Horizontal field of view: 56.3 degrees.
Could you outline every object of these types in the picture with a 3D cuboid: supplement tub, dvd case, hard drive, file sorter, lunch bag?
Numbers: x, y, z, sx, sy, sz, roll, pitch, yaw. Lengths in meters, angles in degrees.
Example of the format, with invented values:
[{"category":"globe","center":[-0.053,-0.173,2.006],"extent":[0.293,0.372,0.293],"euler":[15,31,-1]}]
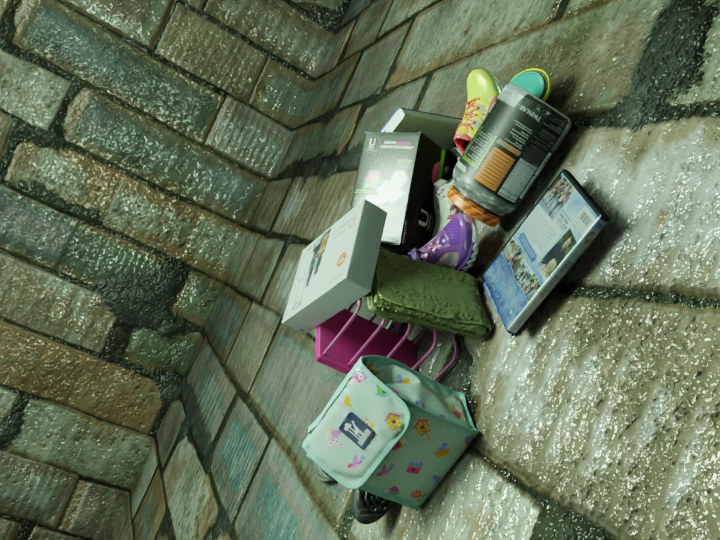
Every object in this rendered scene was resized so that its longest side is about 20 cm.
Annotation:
[{"category":"supplement tub","center":[0.228,-0.178,1.061],"extent":[0.201,0.122,0.123],"euler":[-58,22,17]},{"category":"dvd case","center":[0.246,-0.028,0.927],"extent":[0.201,0.017,0.143],"euler":[-57,21,25]},{"category":"hard drive","center":[0.113,-0.260,1.348],"extent":[0.132,0.199,0.026],"euler":[-48,60,36]},{"category":"file sorter","center":[0.043,0.096,1.093],"extent":[0.126,0.199,0.140],"euler":[-51,25,29]},{"category":"lunch bag","center":[0.038,0.226,0.959],"extent":[0.171,0.199,0.122],"euler":[-56,22,19]}]

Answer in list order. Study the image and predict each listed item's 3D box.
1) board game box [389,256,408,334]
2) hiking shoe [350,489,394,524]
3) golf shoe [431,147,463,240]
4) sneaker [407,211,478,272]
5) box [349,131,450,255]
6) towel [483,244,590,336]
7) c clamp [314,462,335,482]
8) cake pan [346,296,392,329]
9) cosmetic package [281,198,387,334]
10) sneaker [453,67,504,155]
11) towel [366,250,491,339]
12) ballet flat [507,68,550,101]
[{"category":"board game box","center":[0.029,0.079,1.368],"extent":[0.200,0.041,0.201],"euler":[-20,48,61]},{"category":"hiking shoe","center":[0.022,0.320,1.092],"extent":[0.101,0.075,0.201],"euler":[-54,13,48]},{"category":"golf shoe","center":[0.158,-0.122,1.212],"extent":[0.072,0.091,0.202],"euler":[8,77,68]},{"category":"sneaker","center":[0.125,-0.021,1.126],"extent":[0.201,0.088,0.081],"euler":[121,146,-48]},{"category":"box","center":[0.074,-0.137,1.240],"extent":[0.123,0.148,0.202],"euler":[9,86,33]},{"category":"towel","center":[0.251,-0.019,0.965],"extent":[0.201,0.024,0.147],"euler":[-56,21,23]},{"category":"c clamp","center":[-0.034,0.317,1.274],"extent":[0.201,0.027,0.171],"euler":[-62,21,7]},{"category":"cake pan","center":[0.020,0.056,1.308],"extent":[0.200,0.036,0.201],"euler":[-49,26,34]},{"category":"cosmetic package","center":[-0.043,-0.002,1.072],"extent":[0.200,0.051,0.152],"euler":[-35,36,47]},{"category":"sneaker","center":[0.199,-0.246,1.148],"extent":[0.078,0.089,0.202],"euler":[169,95,-66]},{"category":"towel","center":[0.098,0.036,1.035],"extent":[0.149,0.198,0.037],"euler":[-94,20,-53]},{"category":"ballet flat","center":[0.274,-0.293,1.161],"extent":[0.200,0.066,0.067],"euler":[-28,78,63]}]
